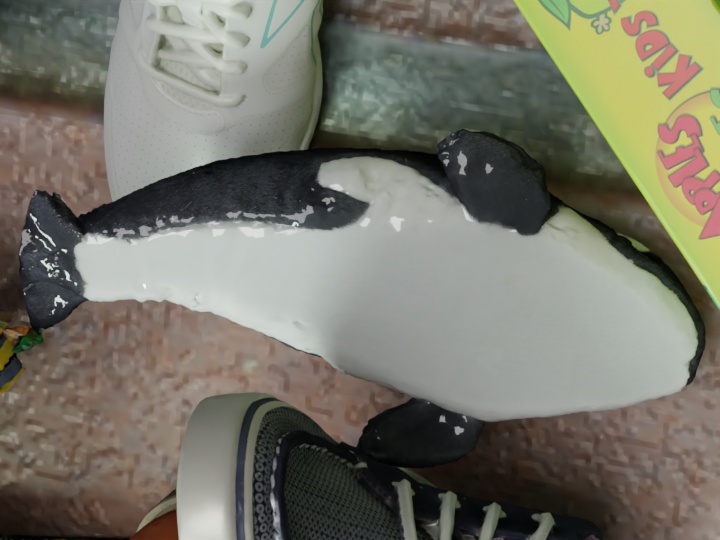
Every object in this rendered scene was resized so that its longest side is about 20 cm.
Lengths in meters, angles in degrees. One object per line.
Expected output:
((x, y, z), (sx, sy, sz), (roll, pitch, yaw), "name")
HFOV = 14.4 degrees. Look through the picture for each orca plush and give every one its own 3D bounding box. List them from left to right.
((0.000, 0.000, 0.853), (0.199, 0.071, 0.106), (-5, 114, 3), "orca plush")

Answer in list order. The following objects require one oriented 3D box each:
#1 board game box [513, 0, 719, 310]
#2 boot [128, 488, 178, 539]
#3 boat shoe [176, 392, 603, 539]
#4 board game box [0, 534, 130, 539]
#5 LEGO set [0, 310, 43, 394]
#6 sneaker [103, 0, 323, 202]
((0.104, -0.050, 0.781), (0.048, 0.102, 0.200), (-34, 90, 26), "board game box")
((-0.030, 0.172, 0.891), (0.075, 0.107, 0.201), (-26, 96, 22), "boot")
((0.018, 0.080, 0.812), (0.092, 0.200, 0.075), (-4, 73, 15), "boat shoe")
((-0.111, 0.187, 0.972), (0.104, 0.023, 0.201), (0, 104, 24), "board game box")
((-0.175, 0.094, 0.906), (0.200, 0.154, 0.116), (-27, 111, 24), "LEGO set")
((-0.041, -0.091, 0.841), (0.070, 0.080, 0.201), (23, 112, 12), "sneaker")
